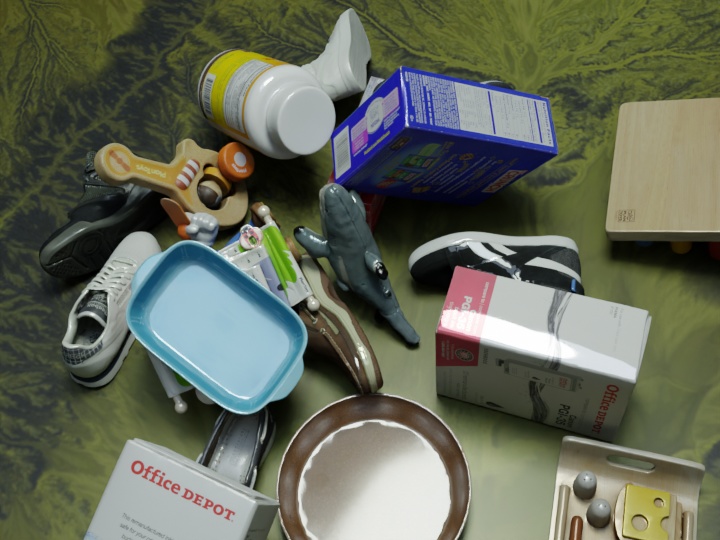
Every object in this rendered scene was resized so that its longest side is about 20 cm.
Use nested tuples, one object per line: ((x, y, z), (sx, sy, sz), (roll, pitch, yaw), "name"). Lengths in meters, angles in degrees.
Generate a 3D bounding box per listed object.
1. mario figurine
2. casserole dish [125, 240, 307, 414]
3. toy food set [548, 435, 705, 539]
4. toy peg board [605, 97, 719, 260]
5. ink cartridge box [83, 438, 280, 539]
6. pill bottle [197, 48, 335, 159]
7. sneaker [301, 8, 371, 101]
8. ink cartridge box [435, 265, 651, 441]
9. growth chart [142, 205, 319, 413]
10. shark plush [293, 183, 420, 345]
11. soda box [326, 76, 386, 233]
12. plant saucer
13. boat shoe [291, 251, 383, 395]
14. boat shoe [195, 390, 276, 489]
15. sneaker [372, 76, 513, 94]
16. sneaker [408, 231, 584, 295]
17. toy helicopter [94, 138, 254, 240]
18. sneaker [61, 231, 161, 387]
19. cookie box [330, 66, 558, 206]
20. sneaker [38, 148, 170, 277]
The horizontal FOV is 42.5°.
((-0.162, 0.016, 1.018), (0.199, 0.106, 0.124), (-40, 43, -3), "mario figurine")
((-0.145, 0.059, 0.947), (0.199, 0.039, 0.122), (36, 80, 4), "casserole dish")
((0.250, 0.265, 0.875), (0.141, 0.061, 0.203), (9, 58, 11), "toy food set")
((0.404, -0.096, 1.095), (0.196, 0.098, 0.202), (1, 55, 24), "toy peg board")
((-0.180, 0.278, 0.851), (0.143, 0.084, 0.203), (20, 81, 17), "ink cartridge box")
((-0.113, -0.200, 1.120), (0.109, 0.110, 0.199), (-35, 36, -18), "pill bottle")
((-0.049, -0.279, 1.245), (0.114, 0.074, 0.201), (-22, 30, 20), "sneaker")
((0.180, 0.086, 0.945), (0.197, 0.147, 0.084), (14, 59, 13), "ink cartridge box")
((-0.142, 0.045, 0.984), (0.199, 0.018, 0.146), (-35, 88, -9), "growth chart")
((0.000, 0.000, 1.013), (0.090, 0.083, 0.203), (-24, 99, -24), "shark plush")
((0.014, -0.144, 1.155), (0.062, 0.070, 0.202), (14, 59, 10), "soda box")
((0.014, 0.223, 0.937), (0.196, 0.035, 0.203), (-2, 55, 3), "plant saucer")
((-0.045, 0.069, 1.023), (0.074, 0.075, 0.203), (-27, 46, -9), "boat shoe")
((-0.139, 0.217, 0.936), (0.073, 0.061, 0.202), (17, 60, 14), "boat shoe")
((0.094, -0.200, 1.153), (0.197, 0.087, 0.076), (0, 91, -25), "sneaker")
((0.154, 0.020, 1.034), (0.196, 0.074, 0.113), (-4, 55, 0), "sneaker")
((-0.221, -0.096, 1.095), (0.198, 0.078, 0.135), (14, 69, -38), "toy helicopter")
((-0.281, 0.030, 1.059), (0.075, 0.081, 0.203), (7, 56, 11), "sneaker")
((0.091, -0.143, 1.042), (0.197, 0.171, 0.077), (5, 70, -28), "cookie box")
((-0.326, -0.076, 1.136), (0.113, 0.077, 0.199), (33, 62, 25), "sneaker")
